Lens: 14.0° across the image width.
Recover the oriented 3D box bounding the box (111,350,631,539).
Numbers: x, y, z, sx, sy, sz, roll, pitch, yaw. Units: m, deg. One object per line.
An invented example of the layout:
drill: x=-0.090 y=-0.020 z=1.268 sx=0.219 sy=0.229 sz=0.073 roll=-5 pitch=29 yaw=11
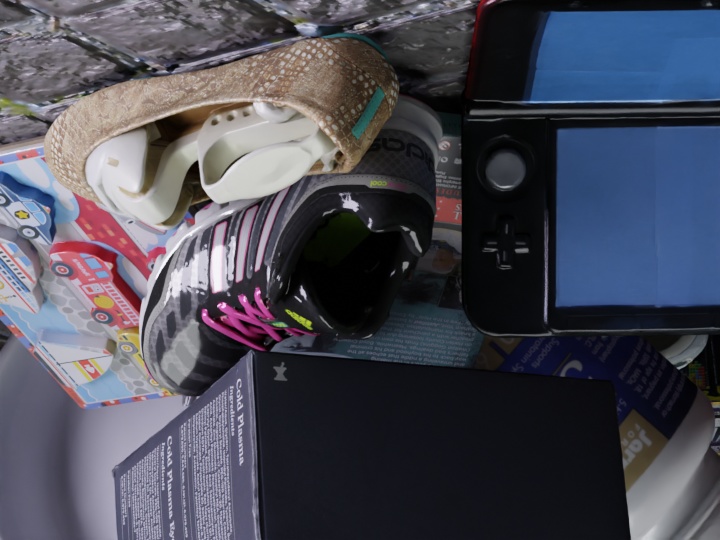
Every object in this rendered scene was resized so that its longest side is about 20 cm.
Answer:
box: x=0.002 y=0.123 z=1.437 sx=0.199 sy=0.105 sz=0.182 roll=5 pitch=156 yaw=-24

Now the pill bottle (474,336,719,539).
pill bottle: x=0.121 y=0.087 z=1.576 sx=0.200 sy=0.120 sz=0.120 roll=41 pitch=155 yaw=-3

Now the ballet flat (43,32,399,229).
ballet flat: x=-0.074 y=-0.056 z=1.330 sx=0.199 sy=0.066 sz=0.071 roll=-18 pitch=130 yaw=35

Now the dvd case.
dvd case: x=0.000 y=0.000 z=1.439 sx=0.145 sy=0.022 sz=0.201 roll=5 pitch=131 yaw=-12

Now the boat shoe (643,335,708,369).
boat shoe: x=0.106 y=0.050 z=1.694 sx=0.200 sy=0.070 sz=0.071 roll=-11 pitch=158 yaw=20

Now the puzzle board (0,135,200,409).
puzzle board: x=-0.132 y=0.005 z=1.488 sx=0.150 sy=0.017 sz=0.200 roll=-11 pitch=137 yaw=28

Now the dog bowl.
dog bowl: x=-0.113 y=0.098 z=1.610 sx=0.199 sy=0.201 sz=0.079 roll=-11 pitch=162 yaw=28

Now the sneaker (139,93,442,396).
sneaker: x=-0.034 y=0.005 z=1.364 sx=0.074 sy=0.088 sz=0.200 roll=31 pitch=123 yaw=-31

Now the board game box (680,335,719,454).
board game box: x=0.262 y=0.073 z=1.810 sx=0.199 sy=0.057 sz=0.165 roll=-2 pitch=165 yaw=0

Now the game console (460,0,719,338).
game console: x=0.148 y=-0.046 z=1.320 sx=0.199 sy=0.174 sz=0.119 roll=-1 pitch=-171 yaw=-2
